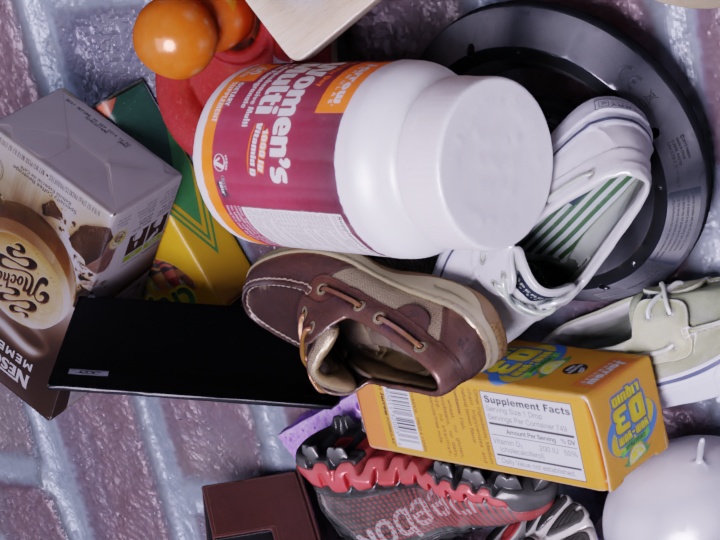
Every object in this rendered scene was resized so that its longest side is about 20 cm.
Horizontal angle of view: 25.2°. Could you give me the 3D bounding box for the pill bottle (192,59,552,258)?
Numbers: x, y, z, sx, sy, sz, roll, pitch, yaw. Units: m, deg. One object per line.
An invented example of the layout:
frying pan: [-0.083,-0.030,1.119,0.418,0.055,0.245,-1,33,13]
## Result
pill bottle: [0.004,-0.063,0.908,0.199,0.109,0.110,6,118,47]

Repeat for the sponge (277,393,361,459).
sponge: [0.038,0.122,1.130,0.200,0.030,0.112,-32,94,41]

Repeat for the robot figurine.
robot figurine: [0.217,0.186,0.982,0.169,0.113,0.201,-6,111,49]

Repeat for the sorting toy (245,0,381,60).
sorting toy: [-0.025,-0.253,0.888,0.200,0.070,0.199,-38,90,15]

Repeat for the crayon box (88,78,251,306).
crayon box: [-0.158,-0.022,1.176,0.127,0.051,0.201,-25,99,41]

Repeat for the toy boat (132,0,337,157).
toy boat: [-0.091,-0.155,1.001,0.130,0.131,0.201,16,123,28]

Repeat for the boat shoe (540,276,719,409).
boat shoe: [0.183,0.039,0.949,0.062,0.072,0.200,43,136,-15]

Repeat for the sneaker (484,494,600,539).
sneaker: [0.129,0.201,1.054,0.083,0.081,0.200,34,167,-1]

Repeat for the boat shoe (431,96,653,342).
boat shoe: [0.095,-0.009,0.910,0.073,0.067,0.200,18,129,-15]

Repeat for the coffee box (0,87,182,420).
coffee box: [-0.214,-0.009,1.134,0.113,0.080,0.201,35,129,14]

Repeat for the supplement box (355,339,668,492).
supplement box: [0.087,0.081,0.987,0.199,0.066,0.069,7,117,45]

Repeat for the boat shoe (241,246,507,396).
boat shoe: [-0.009,0.036,0.955,0.199,0.072,0.072,15,135,41]

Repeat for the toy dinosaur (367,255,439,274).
toy dinosaur: [0.000,0.000,1.041,0.199,0.077,0.103,2,124,48]

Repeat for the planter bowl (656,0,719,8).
planter bowl: [0.168,-0.212,0.766,0.200,0.200,0.135,34,156,15]

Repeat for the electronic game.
electronic game: [0.114,-0.068,0.963,0.199,0.042,0.201,21,132,24]

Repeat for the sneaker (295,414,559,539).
sneaker: [0.050,0.152,1.072,0.200,0.071,0.098,-1,113,38]

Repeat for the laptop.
laptop: [-0.102,0.077,1.061,0.176,0.104,0.200,5,152,-2]

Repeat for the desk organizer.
desk organizer: [-0.061,0.229,1.147,0.076,0.200,0.072,-8,118,-10]
